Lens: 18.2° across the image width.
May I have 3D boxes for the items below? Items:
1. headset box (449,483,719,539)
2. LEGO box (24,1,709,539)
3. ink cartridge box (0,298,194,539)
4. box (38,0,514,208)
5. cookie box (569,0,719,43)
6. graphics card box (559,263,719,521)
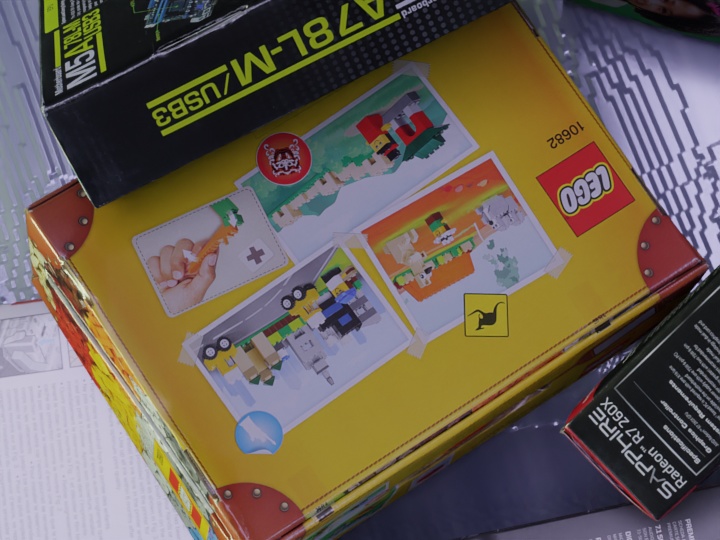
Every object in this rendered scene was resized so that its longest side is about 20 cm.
[{"bbox_3d":[0.101,0.160,0.800,0.198,0.077,0.150,-12,78,8],"label":"headset box"},{"bbox_3d":[0.000,0.000,0.817,0.199,0.077,0.150,-31,78,-14],"label":"LEGO box"},{"bbox_3d":[-0.132,0.070,0.864,0.198,0.050,0.110,-7,78,-1],"label":"ink cartridge box"},{"bbox_3d":[-0.025,-0.116,0.818,0.192,0.200,0.048,-28,115,3],"label":"box"},{"bbox_3d":[0.192,-0.165,0.846,0.198,0.075,0.173,16,83,11],"label":"cookie box"},{"bbox_3d":[0.164,-0.010,0.760,0.051,0.125,0.200,45,113,7],"label":"graphics card box"}]
